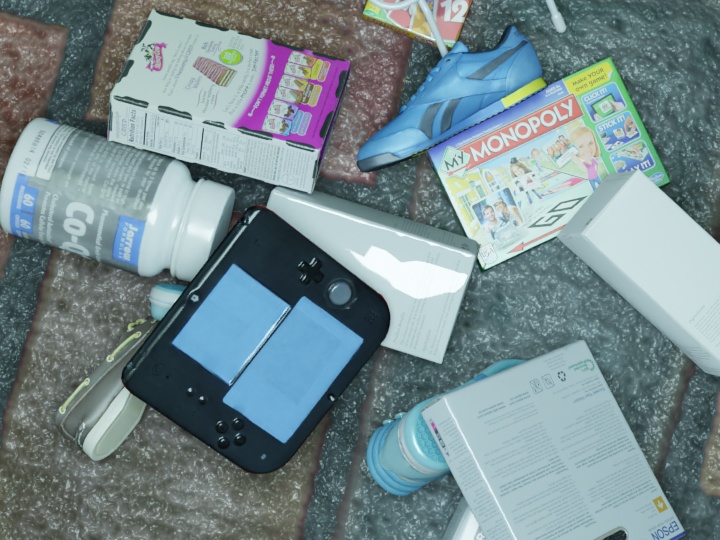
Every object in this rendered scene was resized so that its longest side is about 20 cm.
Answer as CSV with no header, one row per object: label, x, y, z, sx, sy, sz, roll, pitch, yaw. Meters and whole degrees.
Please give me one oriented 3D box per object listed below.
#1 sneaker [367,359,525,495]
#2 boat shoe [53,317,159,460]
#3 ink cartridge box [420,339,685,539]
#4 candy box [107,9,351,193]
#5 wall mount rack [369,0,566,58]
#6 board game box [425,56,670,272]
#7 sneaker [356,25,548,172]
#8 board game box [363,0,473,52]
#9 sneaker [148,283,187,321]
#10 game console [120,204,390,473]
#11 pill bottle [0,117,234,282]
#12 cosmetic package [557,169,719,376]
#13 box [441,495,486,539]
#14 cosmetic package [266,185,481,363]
sneaker,0.089,0.146,1.552,0.199,0.130,0.080,-12,75,-37
boat shoe,-0.205,0.082,1.568,0.059,0.072,0.200,35,79,19
ink cartridge box,0.171,0.177,1.466,0.196,0.043,0.201,-16,76,-43
candy box,-0.121,-0.158,1.562,0.199,0.061,0.137,16,46,2
wall mount rack,0.102,-0.278,1.579,0.199,0.075,0.174,-30,85,-3
board game box,0.177,-0.101,1.602,0.199,0.029,0.135,-26,85,-2
sneaker,0.075,-0.159,1.558,0.199,0.066,0.079,-29,94,-8
board game box,0.082,-0.322,1.628,0.095,0.030,0.201,21,82,2
sneaker,-0.119,0.094,1.528,0.199,0.079,0.131,22,89,-31
game console,-0.087,0.066,1.476,0.177,0.031,0.200,37,92,-28
pill bottle,-0.224,-0.060,1.559,0.199,0.114,0.114,17,85,3
cosmetic package,0.286,0.005,1.537,0.200,0.108,0.085,43,87,-7
box,0.144,0.331,1.507,0.199,0.131,0.200,25,85,3
cosmetic package,0.000,0.000,1.556,0.199,0.081,0.113,20,102,4
